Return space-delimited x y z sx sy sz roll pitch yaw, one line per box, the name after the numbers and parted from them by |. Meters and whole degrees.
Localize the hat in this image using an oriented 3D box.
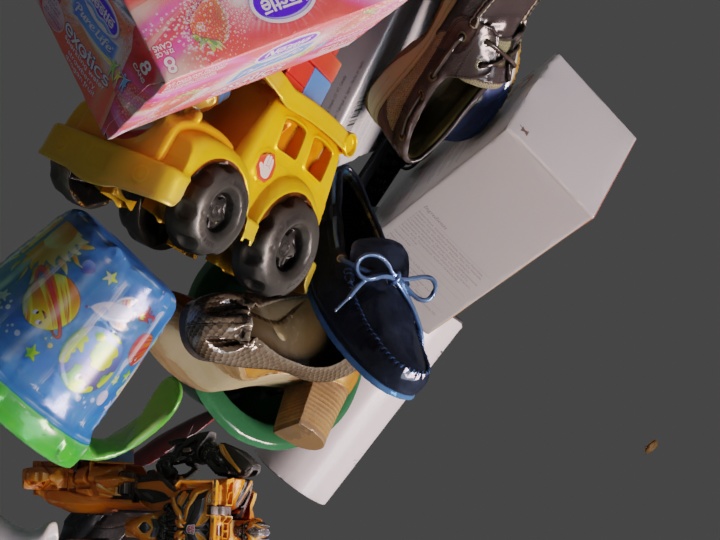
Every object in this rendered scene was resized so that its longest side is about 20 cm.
-0.123 0.076 1.317 0.199 0.167 0.176 -19 180 -41 | hat

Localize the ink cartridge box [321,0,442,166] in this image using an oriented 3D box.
0.023 -0.178 1.234 0.201 0.043 0.174 -62 170 18 | ink cartridge box

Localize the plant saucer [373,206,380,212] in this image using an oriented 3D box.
-0.029 0.037 1.406 0.200 0.036 0.201 -34 146 -27 | plant saucer

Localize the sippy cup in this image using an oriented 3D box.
-0.194 0.035 1.062 0.130 0.140 0.178 -48 157 -4 | sippy cup

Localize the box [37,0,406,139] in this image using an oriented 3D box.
-0.078 -0.167 0.983 0.199 0.103 0.095 -25 179 -35 | box

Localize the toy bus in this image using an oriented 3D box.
-0.089 -0.098 1.090 0.200 0.135 0.193 32 83 -58 | toy bus

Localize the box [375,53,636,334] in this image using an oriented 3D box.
0.103 -0.059 1.300 0.200 0.097 0.125 -38 -169 41 | box

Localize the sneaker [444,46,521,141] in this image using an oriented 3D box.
0.083 -0.191 1.201 0.088 0.075 0.201 -14 126 -64 | sneaker

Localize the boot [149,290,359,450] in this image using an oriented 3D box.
-0.075 0.028 1.214 0.201 0.071 0.145 39 51 -31 | boot

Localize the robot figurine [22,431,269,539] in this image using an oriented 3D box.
-0.160 0.192 1.208 0.058 0.199 0.146 19 70 -60 | robot figurine

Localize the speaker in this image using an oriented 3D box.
-0.002 0.100 1.396 0.200 0.081 0.081 -53 151 3 | speaker

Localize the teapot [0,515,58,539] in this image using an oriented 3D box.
-0.331 0.235 1.091 0.197 0.146 0.201 -9 131 -50 | teapot

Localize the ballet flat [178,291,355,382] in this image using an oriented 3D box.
-0.045 0.042 1.152 0.199 0.046 0.068 8 73 -51 | ballet flat

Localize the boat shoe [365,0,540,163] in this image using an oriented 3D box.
0.081 -0.152 1.132 0.073 0.065 0.200 -5 149 -41 | boat shoe

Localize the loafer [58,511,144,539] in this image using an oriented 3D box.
-0.237 0.264 1.330 0.200 0.072 0.073 -50 152 0 | loafer

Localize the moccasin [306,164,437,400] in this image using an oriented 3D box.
0.000 0.000 1.150 0.068 0.200 0.080 -46 142 21 | moccasin

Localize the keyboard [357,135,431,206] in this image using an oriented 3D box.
0.065 -0.131 1.319 0.200 0.040 0.104 -56 170 11 | keyboard
